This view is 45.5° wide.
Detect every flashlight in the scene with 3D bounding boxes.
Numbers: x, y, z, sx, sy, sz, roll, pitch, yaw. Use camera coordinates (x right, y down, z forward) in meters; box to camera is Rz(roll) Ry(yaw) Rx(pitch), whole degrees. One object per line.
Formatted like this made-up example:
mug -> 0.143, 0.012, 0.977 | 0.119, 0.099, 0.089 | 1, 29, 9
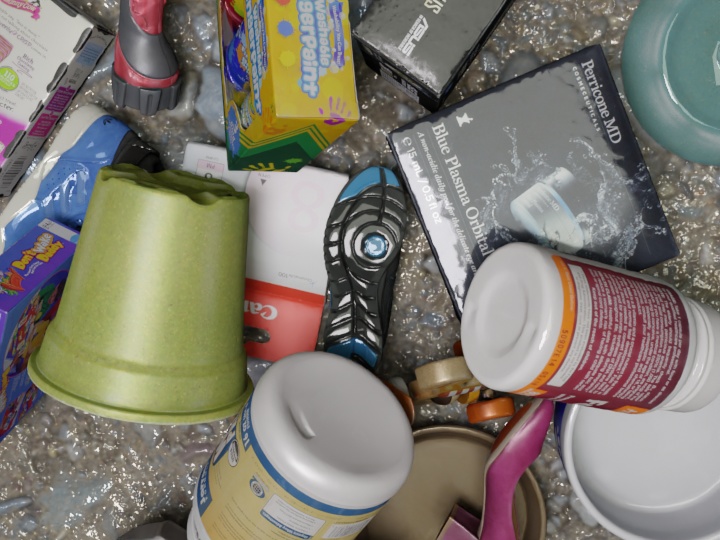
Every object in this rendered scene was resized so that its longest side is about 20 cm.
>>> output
flashlight -> -0.185, -0.238, 0.763 | 0.067, 0.068, 0.201 | 2, 134, -19

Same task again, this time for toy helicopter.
toy helicopter -> 0.069, 0.099, 0.768 | 0.132, 0.200, 0.079 | -12, 77, 6

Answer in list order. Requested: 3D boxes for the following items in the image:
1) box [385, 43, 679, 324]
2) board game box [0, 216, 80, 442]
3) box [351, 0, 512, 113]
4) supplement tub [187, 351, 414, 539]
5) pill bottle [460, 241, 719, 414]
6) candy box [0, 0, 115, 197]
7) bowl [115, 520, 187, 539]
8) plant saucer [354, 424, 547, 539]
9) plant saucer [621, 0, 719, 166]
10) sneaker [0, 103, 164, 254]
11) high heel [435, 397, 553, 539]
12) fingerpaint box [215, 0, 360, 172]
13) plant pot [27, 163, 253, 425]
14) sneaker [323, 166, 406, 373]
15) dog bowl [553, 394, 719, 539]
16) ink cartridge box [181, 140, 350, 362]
box -> 0.149, -0.071, 0.782 | 0.199, 0.117, 0.198 | -23, 95, 5
board game box -> -0.320, 0.068, 0.784 | 0.045, 0.135, 0.201 | 26, 122, 0
box -> 0.078, -0.229, 0.725 | 0.086, 0.200, 0.164 | 35, 97, -1
supplement tub -> -0.059, 0.183, 0.743 | 0.144, 0.145, 0.200 | 34, 124, -1
pill bottle -> 0.191, 0.053, 0.685 | 0.199, 0.114, 0.115 | 13, 98, -26
candy box -> -0.353, -0.190, 0.829 | 0.136, 0.061, 0.200 | 37, 98, -1
bowl -> -0.156, 0.309, 0.815 | 0.199, 0.200, 0.075 | 33, 79, -1
plant saucer -> 0.087, 0.250, 0.867 | 0.199, 0.029, 0.201 | 0, 96, 3
plant saucer -> 0.347, -0.198, 0.795 | 0.199, 0.036, 0.201 | 0, 96, 4
sneaker -> -0.269, -0.050, 0.831 | 0.111, 0.077, 0.200 | 34, 91, 9
high heel -> 0.154, 0.210, 0.803 | 0.096, 0.067, 0.201 | 31, 118, 9
fingerpaint box -> -0.071, -0.201, 0.730 | 0.073, 0.167, 0.201 | -2, 83, -22
plant pot -> -0.177, 0.009, 0.757 | 0.199, 0.200, 0.185 | 13, 101, 2
sneaker -> 0.000, 0.000, 0.816 | 0.073, 0.082, 0.201 | 11, 99, 4
dog bowl -> 0.288, 0.155, 0.817 | 0.199, 0.079, 0.201 | 0, 97, 4
ink cartridge box -> -0.106, -0.012, 0.841 | 0.162, 0.057, 0.201 | 12, 93, 2
